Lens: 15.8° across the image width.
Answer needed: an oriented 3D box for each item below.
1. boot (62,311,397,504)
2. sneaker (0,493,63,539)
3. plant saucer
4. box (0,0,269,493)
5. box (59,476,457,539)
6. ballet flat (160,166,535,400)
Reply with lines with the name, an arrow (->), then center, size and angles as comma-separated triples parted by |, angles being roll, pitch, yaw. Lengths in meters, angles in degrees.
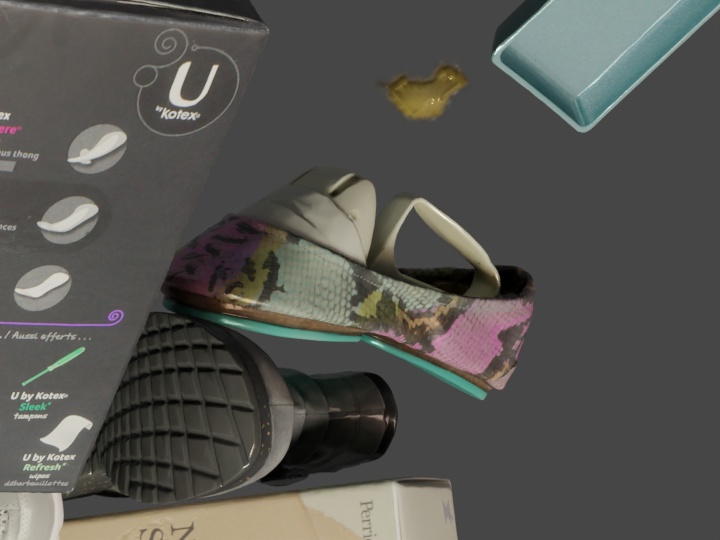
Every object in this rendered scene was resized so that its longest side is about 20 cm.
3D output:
boot -> -0.040, 0.052, 0.973 | 0.132, 0.200, 0.070 | 0, 86, -29
sneaker -> -0.197, 0.127, 0.960 | 0.200, 0.075, 0.082 | -37, 164, 9
plant saucer -> 0.136, -0.138, 0.984 | 0.200, 0.019, 0.070 | -42, 137, 14
box -> -0.127, -0.037, 0.848 | 0.106, 0.122, 0.200 | 3, 128, -32
box -> -0.063, 0.136, 1.000 | 0.200, 0.095, 0.078 | -10, 171, 17
ballet flat -> 0.000, 0.000, 1.009 | 0.200, 0.069, 0.071 | 17, 94, -48
